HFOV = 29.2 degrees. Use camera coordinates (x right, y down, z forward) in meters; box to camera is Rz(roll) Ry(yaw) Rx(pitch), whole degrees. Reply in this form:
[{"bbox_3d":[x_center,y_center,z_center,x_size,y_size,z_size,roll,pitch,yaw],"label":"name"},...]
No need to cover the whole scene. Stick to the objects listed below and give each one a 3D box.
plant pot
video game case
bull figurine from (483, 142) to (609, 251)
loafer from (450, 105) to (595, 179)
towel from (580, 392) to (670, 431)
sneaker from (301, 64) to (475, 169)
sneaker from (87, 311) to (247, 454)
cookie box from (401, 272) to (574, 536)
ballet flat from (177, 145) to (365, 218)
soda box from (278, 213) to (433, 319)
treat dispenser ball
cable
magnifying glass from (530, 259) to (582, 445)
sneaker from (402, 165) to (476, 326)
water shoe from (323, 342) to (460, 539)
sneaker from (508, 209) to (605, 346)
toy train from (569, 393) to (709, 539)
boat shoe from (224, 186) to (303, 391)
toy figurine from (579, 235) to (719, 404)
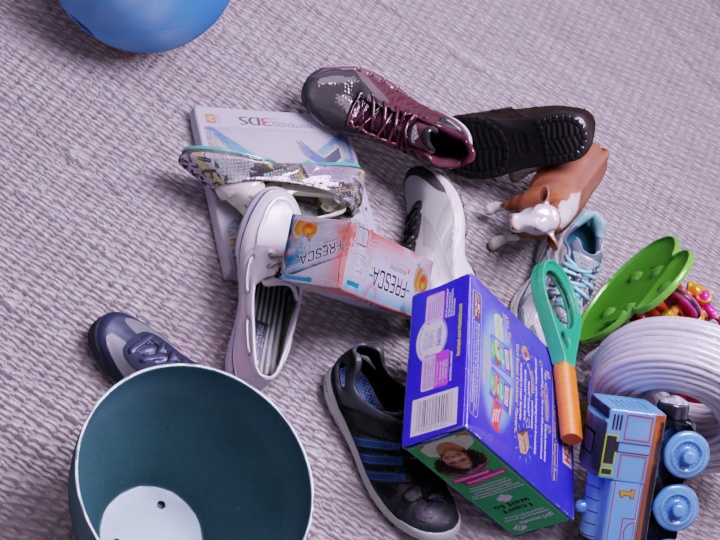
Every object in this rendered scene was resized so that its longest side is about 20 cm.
[{"bbox_3d":[-0.153,0.197,1.136,0.198,0.135,0.202,14,54,-20],"label":"plant pot"},{"bbox_3d":[-0.075,-0.080,1.436,0.180,0.022,0.202,0,60,-28],"label":"video game case"},{"bbox_3d":[0.202,-0.077,1.513,0.200,0.121,0.066,-41,111,-43],"label":"bull figurine"},{"bbox_3d":[0.174,-0.145,1.529,0.071,0.198,0.074,-29,116,-53],"label":"loafer"},{"bbox_3d":[0.298,0.123,1.512,0.086,0.018,0.201,32,51,1],"label":"towel"},{"bbox_3d":[0.037,-0.160,1.450,0.198,0.076,0.116,19,9,-12],"label":"sneaker"},{"bbox_3d":[-0.156,0.098,1.235,0.200,0.082,0.070,40,50,1],"label":"sneaker"},{"bbox_3d":[0.127,0.132,1.318,0.200,0.075,0.173,42,41,-38],"label":"cookie box"},{"bbox_3d":[-0.085,-0.081,1.378,0.198,0.072,0.073,5,57,-24],"label":"ballet flat"},{"bbox_3d":[0.000,0.000,1.317,0.200,0.068,0.064,24,76,-63],"label":"soda box"},{"bbox_3d":[-0.220,-0.323,1.400,0.199,0.201,0.203,14,54,-20],"label":"treat dispenser ball"},{"bbox_3d":[0.326,0.126,1.382,0.198,0.201,0.070,27,56,1],"label":"cable"},{"bbox_3d":[0.201,0.079,1.380,0.079,0.022,0.202,38,39,-43],"label":"magnifying glass"},{"bbox_3d":[0.069,-0.024,1.447,0.078,0.074,0.202,2,59,-21],"label":"sneaker"},{"bbox_3d":[0.034,0.163,1.298,0.071,0.079,0.201,-25,74,-37],"label":"water shoe"},{"bbox_3d":[0.219,0.011,1.494,0.077,0.086,0.201,27,51,-10],"label":"sneaker"},{"bbox_3d":[0.263,0.216,1.331,0.113,0.087,0.203,8,98,-6],"label":"toy train"},{"bbox_3d":[-0.079,0.015,1.303,0.073,0.067,0.203,11,75,-27],"label":"boat shoe"},{"bbox_3d":[0.354,0.076,1.454,0.184,0.200,0.150,42,74,-6],"label":"toy figurine"}]
